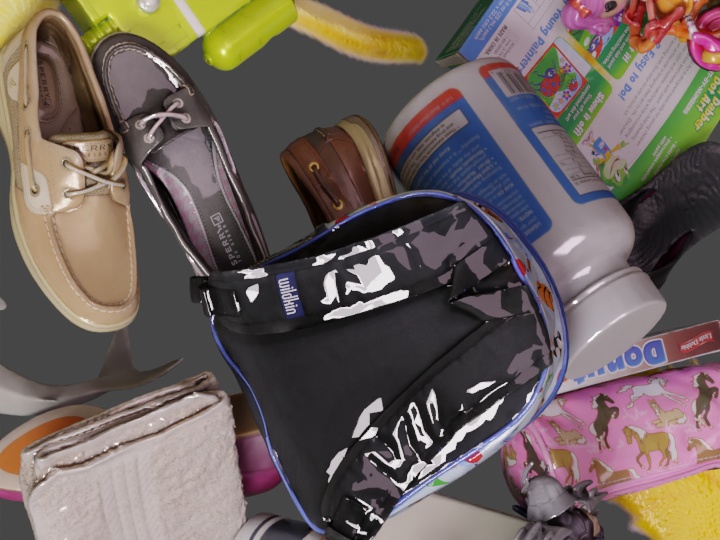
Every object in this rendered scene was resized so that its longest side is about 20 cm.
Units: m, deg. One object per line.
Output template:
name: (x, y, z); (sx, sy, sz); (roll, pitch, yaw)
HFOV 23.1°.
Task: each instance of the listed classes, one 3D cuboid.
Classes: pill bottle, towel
pill bottle: (0.110, -0.032, 1.161); (0.111, 0.113, 0.201); (-25, 68, -23)
towel: (-0.130, 0.155, 1.068); (0.131, 0.035, 0.201); (-22, 136, -16)

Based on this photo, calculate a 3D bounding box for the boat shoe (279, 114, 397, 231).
boat shoe: (0.000, 0.000, 1.184); (0.067, 0.072, 0.202); (-18, 87, -18)

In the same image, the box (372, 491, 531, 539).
box: (0.070, 0.192, 1.194); (0.198, 0.082, 0.069); (18, 81, -20)

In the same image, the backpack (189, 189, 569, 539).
backpack: (0.029, 0.046, 1.064); (0.190, 0.154, 0.201); (-30, 87, 22)

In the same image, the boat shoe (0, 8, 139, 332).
boat shoe: (-0.178, -0.062, 1.081); (0.071, 0.064, 0.202); (-12, 75, -36)

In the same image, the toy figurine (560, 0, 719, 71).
toy figurine: (0.203, -0.216, 1.228); (0.182, 0.150, 0.202); (0, 111, -10)

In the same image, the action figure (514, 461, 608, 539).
action figure: (0.126, 0.217, 1.121); (0.130, 0.069, 0.202); (-24, 106, -46)

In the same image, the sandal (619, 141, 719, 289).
sandal: (0.200, -0.025, 1.229); (0.075, 0.048, 0.200); (46, 68, 2)

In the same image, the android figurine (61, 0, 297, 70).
android figurine: (-0.122, -0.218, 1.158); (0.200, 0.041, 0.183); (-38, 102, -23)

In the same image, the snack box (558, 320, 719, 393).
snack box: (0.156, 0.069, 1.242); (0.198, 0.072, 0.025); (-12, 86, -23)

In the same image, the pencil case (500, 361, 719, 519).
pencil case: (0.197, 0.119, 1.253); (0.198, 0.083, 0.087); (-12, 91, -24)

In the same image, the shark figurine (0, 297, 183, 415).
shark figurine: (-0.227, 0.052, 1.071); (0.213, 0.089, 0.129); (29, 77, -17)

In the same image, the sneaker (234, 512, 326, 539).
sneaker: (-0.023, 0.248, 1.114); (0.078, 0.079, 0.202); (-44, 131, -41)

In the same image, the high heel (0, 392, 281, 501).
high heel: (-0.141, 0.128, 1.120); (0.198, 0.096, 0.068); (-14, 54, -17)

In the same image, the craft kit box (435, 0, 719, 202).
craft kit box: (0.183, -0.165, 1.286); (0.197, 0.048, 0.201); (40, 73, -14)

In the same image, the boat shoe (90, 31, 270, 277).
boat shoe: (-0.107, -0.061, 1.128); (0.067, 0.057, 0.201); (-31, 108, -13)
